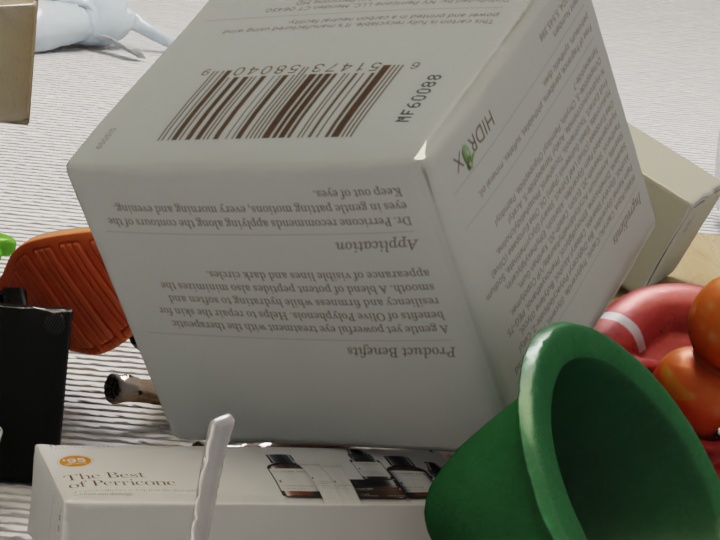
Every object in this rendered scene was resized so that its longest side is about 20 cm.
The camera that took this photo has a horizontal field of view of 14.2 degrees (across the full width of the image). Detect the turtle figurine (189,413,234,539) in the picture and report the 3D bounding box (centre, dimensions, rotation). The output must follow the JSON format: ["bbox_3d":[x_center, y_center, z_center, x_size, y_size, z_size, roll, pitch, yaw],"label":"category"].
[{"bbox_3d":[-0.086,0.181,0.872,0.144,0.200,0.194,-26,2,28],"label":"turtle figurine"}]

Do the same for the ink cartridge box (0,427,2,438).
[{"bbox_3d":[-0.269,0.075,1.308,0.200,0.045,0.176,17,6,-5],"label":"ink cartridge box"}]

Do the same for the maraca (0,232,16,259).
[{"bbox_3d":[-0.294,-0.031,1.721,0.137,0.107,0.200,-5,18,-43],"label":"maraca"}]

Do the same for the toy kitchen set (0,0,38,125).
[{"bbox_3d":[-0.241,-0.082,1.360,0.163,0.200,0.180,5,15,-4],"label":"toy kitchen set"}]

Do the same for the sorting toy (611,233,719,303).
[{"bbox_3d":[0.183,0.030,1.747,0.199,0.070,0.200,5,14,-2],"label":"sorting toy"}]

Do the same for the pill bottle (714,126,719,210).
[{"bbox_3d":[0.373,-0.078,2.180,0.200,0.112,0.112,5,14,-1],"label":"pill bottle"}]

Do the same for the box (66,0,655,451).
[{"bbox_3d":[0.007,-0.035,1.399,0.199,0.171,0.200,0,35,31],"label":"box"}]

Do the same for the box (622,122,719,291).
[{"bbox_3d":[0.106,-0.070,1.686,0.200,0.068,0.082,34,21,13],"label":"box"}]

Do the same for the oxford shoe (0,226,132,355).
[{"bbox_3d":[-0.148,0.004,1.539,0.073,0.071,0.200,-38,10,-35],"label":"oxford shoe"}]

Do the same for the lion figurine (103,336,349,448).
[{"bbox_3d":[-0.053,0.066,1.540,0.122,0.072,0.200,4,26,-41],"label":"lion figurine"}]

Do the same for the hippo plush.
[{"bbox_3d":[-0.280,-0.290,2.679,0.200,0.161,0.159,12,15,26],"label":"hippo plush"}]

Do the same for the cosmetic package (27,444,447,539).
[{"bbox_3d":[-0.049,0.115,1.342,0.200,0.051,0.083,2,13,-17],"label":"cosmetic package"}]

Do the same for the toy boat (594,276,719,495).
[{"bbox_3d":[0.167,0.055,1.427,0.131,0.131,0.200,38,27,8],"label":"toy boat"}]

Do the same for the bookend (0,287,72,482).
[{"bbox_3d":[-0.258,0.033,1.503,0.200,0.092,0.199,4,13,-9],"label":"bookend"}]

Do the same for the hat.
[{"bbox_3d":[0.050,0.127,1.304,0.176,0.200,0.166,-28,35,28],"label":"hat"}]
